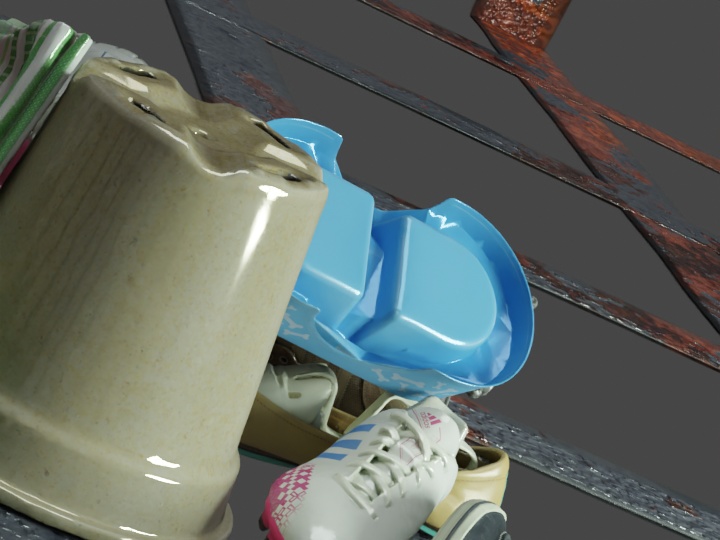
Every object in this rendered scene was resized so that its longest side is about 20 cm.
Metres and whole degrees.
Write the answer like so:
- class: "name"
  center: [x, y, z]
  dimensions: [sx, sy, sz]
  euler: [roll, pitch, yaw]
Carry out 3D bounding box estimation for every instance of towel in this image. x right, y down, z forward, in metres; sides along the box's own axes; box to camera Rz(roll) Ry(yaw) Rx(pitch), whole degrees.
- class: "towel"
  center: [-0.199, -0.062, 1.460]
  dimensions: [0.023, 0.153, 0.200]
  euler: [35, -6, -17]

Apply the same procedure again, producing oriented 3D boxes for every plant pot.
- class: "plant pot"
  center: [-0.113, 0.007, 1.410]
  dimensions: [0.200, 0.184, 0.201]
  euler: [26, 13, -6]

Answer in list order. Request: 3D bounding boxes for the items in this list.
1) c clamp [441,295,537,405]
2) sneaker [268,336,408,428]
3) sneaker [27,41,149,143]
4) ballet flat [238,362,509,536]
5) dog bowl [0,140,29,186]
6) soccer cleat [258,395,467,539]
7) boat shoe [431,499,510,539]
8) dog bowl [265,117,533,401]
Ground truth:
- class: "c clamp"
  center: [0.001, 0.022, 1.717]
  dimensions: [0.200, 0.027, 0.171]
  euler: [40, 51, -17]
- class: "sneaker"
  center: [-0.023, 0.039, 1.640]
  dimensions: [0.070, 0.075, 0.200]
  euler: [-84, 150, -68]
- class: "sneaker"
  center: [-0.143, -0.072, 1.591]
  dimensions: [0.087, 0.075, 0.200]
  euler: [7, 23, -45]
- class: "ballet flat"
  center: [-0.011, 0.084, 1.594]
  dimensions: [0.199, 0.063, 0.069]
  euler: [24, 15, -14]
- class: "dog bowl"
  center: [-0.177, -0.018, 1.624]
  dimensions: [0.200, 0.074, 0.200]
  euler: [27, 13, -7]
- class: "soccer cleat"
  center: [0.006, 0.105, 1.468]
  dimensions: [0.070, 0.086, 0.200]
  euler: [46, 13, 0]
- class: "boat shoe"
  center: [0.043, 0.164, 1.379]
  dimensions: [0.062, 0.075, 0.200]
  euler: [34, 18, 4]
- class: "dog bowl"
  center: [0.000, 0.000, 1.548]
  dimensions: [0.200, 0.050, 0.112]
  euler: [28, 50, -28]
